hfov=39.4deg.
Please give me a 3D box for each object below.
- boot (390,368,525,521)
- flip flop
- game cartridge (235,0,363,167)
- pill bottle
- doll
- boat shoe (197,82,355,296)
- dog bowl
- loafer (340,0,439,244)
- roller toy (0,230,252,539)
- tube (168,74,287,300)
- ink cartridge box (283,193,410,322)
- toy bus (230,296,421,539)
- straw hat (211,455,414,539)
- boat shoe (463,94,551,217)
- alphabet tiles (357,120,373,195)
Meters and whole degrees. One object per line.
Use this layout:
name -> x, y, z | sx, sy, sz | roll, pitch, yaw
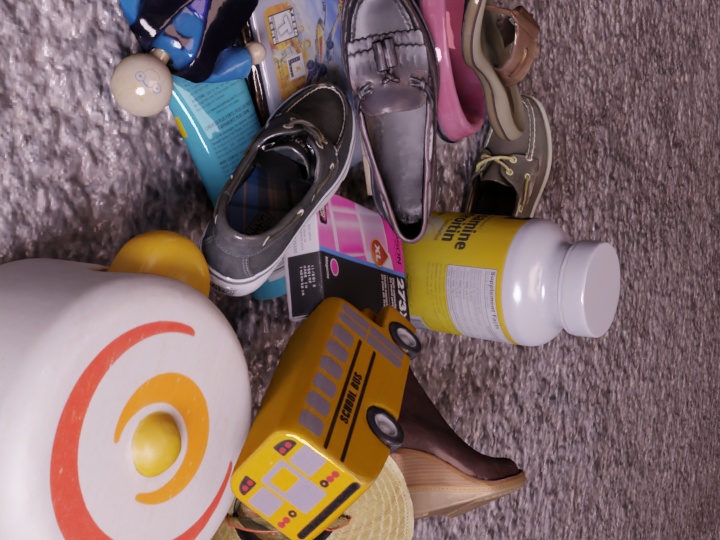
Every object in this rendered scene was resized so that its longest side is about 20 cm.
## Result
boot -> 0.056, 0.126, 0.864 | 0.199, 0.072, 0.168 | 5, 60, -48
flip flop -> 0.122, -0.181, 0.826 | 0.200, 0.057, 0.082 | 60, 34, -52
game cartridge -> -0.044, -0.167, 0.784 | 0.133, 0.041, 0.202 | -33, 121, -42
pill bottle -> 0.123, 0.007, 0.899 | 0.112, 0.198, 0.113 | -12, 105, -53
doll -> -0.106, -0.190, 0.659 | 0.136, 0.048, 0.201 | 34, 77, -31
boat shoe -> -0.047, -0.068, 0.678 | 0.201, 0.068, 0.057 | -65, -177, -39
dog bowl -> 0.058, -0.196, 0.843 | 0.200, 0.073, 0.202 | -1, 90, -69
loafer -> 0.029, -0.114, 0.748 | 0.063, 0.071, 0.202 | -97, 177, -60
roller toy -> -0.155, 0.088, 0.578 | 0.200, 0.139, 0.184 | -38, 125, -45
tube -> -0.090, -0.077, 0.728 | 0.077, 0.050, 0.202 | -45, 124, -46
ink cartridge box -> 0.000, 0.000, 0.800 | 0.200, 0.037, 0.096 | 19, 62, -64
toy bus -> -0.016, 0.082, 0.644 | 0.078, 0.065, 0.200 | 38, 26, -10
straw hat -> -0.056, 0.169, 0.767 | 0.085, 0.199, 0.202 | -109, 178, -58
boat shoe -> 0.145, -0.085, 1.025 | 0.060, 0.072, 0.204 | 13, 88, -58
alphabet tiles -> 0.025, -0.153, 0.865 | 0.166, 0.006, 0.202 | -50, 135, -62
